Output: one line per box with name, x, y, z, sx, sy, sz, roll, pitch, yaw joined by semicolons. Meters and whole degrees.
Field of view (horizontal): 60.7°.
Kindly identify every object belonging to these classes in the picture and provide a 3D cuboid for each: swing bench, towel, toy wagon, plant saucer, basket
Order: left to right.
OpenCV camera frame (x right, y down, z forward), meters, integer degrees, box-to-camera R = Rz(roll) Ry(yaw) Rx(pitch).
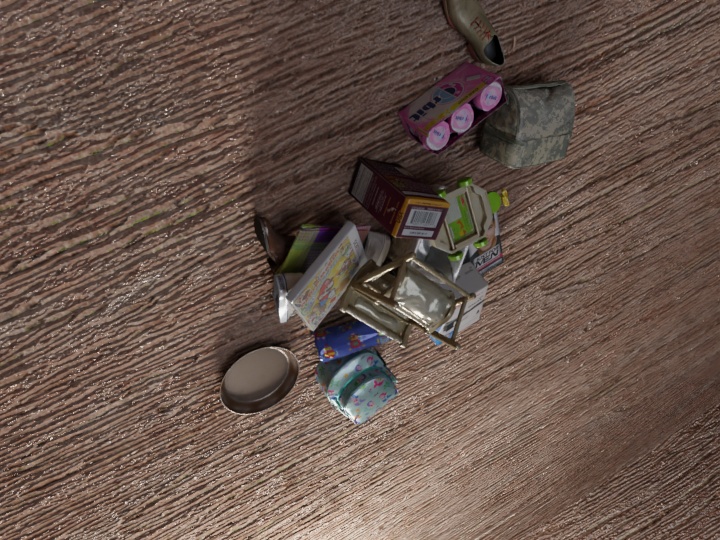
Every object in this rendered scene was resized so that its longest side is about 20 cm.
plant saucer;-0.240;0.253;1.451;0.199;0.032;0.201;-17;128;-23
towel;-0.074;-0.041;1.294;0.199;0.023;0.144;-5;136;-42
swing bench;0.098;0.069;1.312;0.198;0.200;0.130;33;68;-29
basket;0.163;-0.087;1.385;0.135;0.123;0.201;18;96;-29
toy wagon;0.229;-0.119;1.316;0.199;0.040;0.156;-27;113;-18

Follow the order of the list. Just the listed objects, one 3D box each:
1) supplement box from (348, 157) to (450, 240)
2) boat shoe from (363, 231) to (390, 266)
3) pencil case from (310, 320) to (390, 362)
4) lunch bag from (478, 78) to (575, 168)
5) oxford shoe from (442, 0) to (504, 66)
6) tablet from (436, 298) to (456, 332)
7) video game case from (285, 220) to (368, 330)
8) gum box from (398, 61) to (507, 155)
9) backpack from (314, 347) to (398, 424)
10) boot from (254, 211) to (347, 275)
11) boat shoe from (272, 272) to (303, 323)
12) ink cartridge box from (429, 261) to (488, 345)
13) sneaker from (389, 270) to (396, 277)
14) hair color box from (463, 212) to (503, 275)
supplement box;0.075;-0.148;1.263;0.110;0.200;0.086;2;120;-35
boat shoe;0.000;0.000;1.415;0.068;0.072;0.201;19;117;-18
pencil case;-0.016;0.155;1.471;0.199;0.087;0.078;-17;106;-1
lunch bag;0.380;-0.337;1.380;0.199;0.139;0.169;-13;128;-27
oxford shoe;0.234;-0.486;1.221;0.071;0.075;0.200;-49;134;6
tablet;0.155;0.077;1.463;0.014;0.130;0.200;-52;168;-26
video game case;-0.063;0.016;1.268;0.200;0.023;0.182;-51;158;-13
gum box;0.185;-0.333;1.269;0.200;0.114;0.066;-38;134;-5
backpack;-0.012;0.275;1.548;0.177;0.151;0.200;-38;129;-4
boot;-0.110;-0.083;1.278;0.199;0.064;0.187;-27;145;-12
boat shoe;-0.138;0.051;1.300;0.086;0.075;0.202;-12;157;-13
ink cartridge box;0.237;0.088;1.579;0.144;0.084;0.200;-30;152;-14
sneaker;0.068;0.062;1.474;0.060;0.104;0.201;-29;133;-14
hair color box;0.298;-0.081;1.560;0.099;0.061;0.201;-31;132;-12
